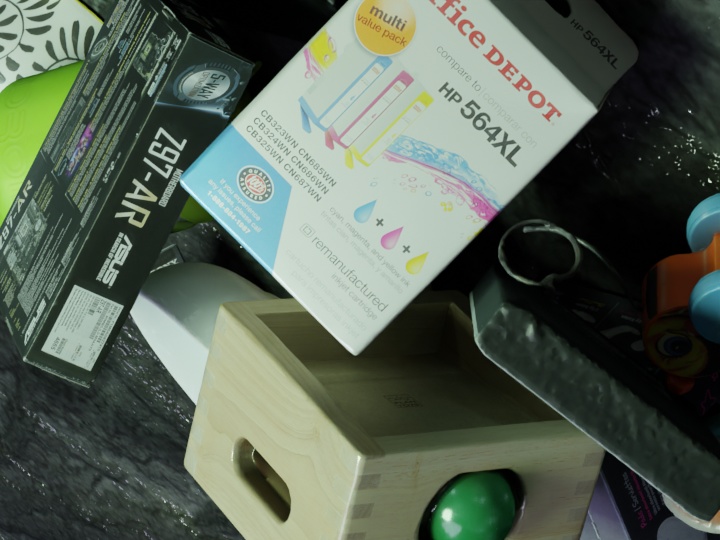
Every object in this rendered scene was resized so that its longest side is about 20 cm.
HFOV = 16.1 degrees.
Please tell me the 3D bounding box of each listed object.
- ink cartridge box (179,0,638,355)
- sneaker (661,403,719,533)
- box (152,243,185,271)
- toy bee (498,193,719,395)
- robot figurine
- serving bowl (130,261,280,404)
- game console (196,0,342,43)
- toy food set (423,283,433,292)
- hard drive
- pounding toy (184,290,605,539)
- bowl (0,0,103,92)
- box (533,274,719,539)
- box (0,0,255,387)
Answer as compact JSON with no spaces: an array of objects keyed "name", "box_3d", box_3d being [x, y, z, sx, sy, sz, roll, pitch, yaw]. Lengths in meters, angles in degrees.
[{"name":"ink cartridge box","box_3d":[0.029,-0.081,1.283,0.129,0.200,0.125,44,-166,-1]},{"name":"sneaker","box_3d":[0.255,0.082,1.336,0.199,0.080,0.072,-11,124,33]},{"name":"box","box_3d":[-0.087,0.094,1.720,0.143,0.036,0.201,71,174,-68]},{"name":"toy bee","box_3d":[0.182,0.012,1.269,0.199,0.131,0.109,15,144,22]},{"name":"robot figurine","box_3d":[-0.149,-0.075,1.566,0.199,0.176,0.116,-13,146,25]},{"name":"serving bowl","box_3d":[-0.053,0.067,1.523,0.200,0.066,0.200,46,167,14]},{"name":"game console","box_3d":[-0.078,-0.213,1.438,0.199,0.116,0.177,18,112,40]},{"name":"toy food set","box_3d":[0.000,0.000,1.502,0.198,0.048,0.201,-122,15,-52]},{"name":"hard drive","box_3d":[0.117,0.055,1.269,0.139,0.033,0.200,38,-175,-2]},{"name":"pounding toy","box_3d":[0.011,0.122,1.319,0.200,0.183,0.143,44,128,48]},{"name":"bowl","box_3d":[-0.223,-0.096,1.711,0.200,0.094,0.201,32,149,22]},{"name":"box","box_3d":[0.145,0.123,1.481,0.132,0.115,0.201,16,140,43]},{"name":"box","box_3d":[-0.139,-0.055,1.419,0.043,0.201,0.160,24,-171,-23]}]
